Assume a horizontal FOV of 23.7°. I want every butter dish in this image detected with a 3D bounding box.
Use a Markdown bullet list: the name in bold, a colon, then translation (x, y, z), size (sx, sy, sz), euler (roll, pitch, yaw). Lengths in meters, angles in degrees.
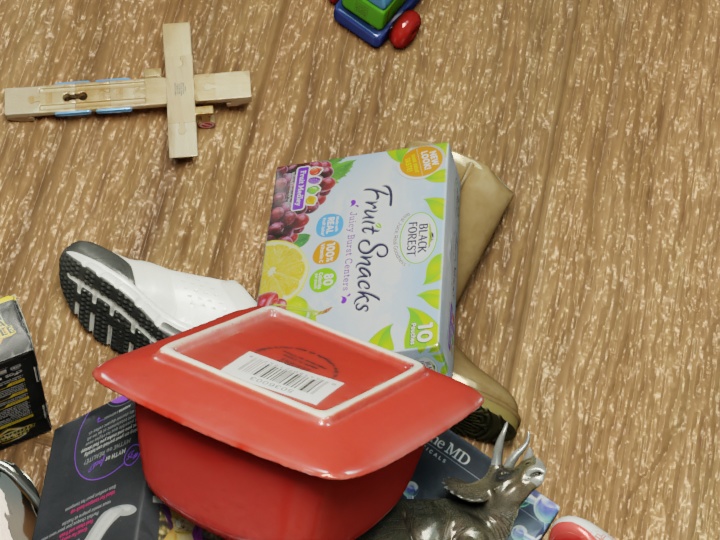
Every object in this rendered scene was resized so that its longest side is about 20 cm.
- **butter dish**: translation (-0.052, 0.123, 1.102), size (0.199, 0.149, 0.199), euler (20, 20, 27)

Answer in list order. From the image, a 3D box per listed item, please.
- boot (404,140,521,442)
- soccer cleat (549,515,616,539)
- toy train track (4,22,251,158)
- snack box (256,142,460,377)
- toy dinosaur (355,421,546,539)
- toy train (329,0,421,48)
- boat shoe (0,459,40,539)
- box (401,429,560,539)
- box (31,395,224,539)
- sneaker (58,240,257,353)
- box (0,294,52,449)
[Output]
- **boot**: translation (0.075, 0.012, 1.331), size (0.174, 0.066, 0.201), euler (25, 65, 4)
- **soccer cleat**: translation (0.205, 0.235, 1.218), size (0.200, 0.068, 0.085), euler (49, 55, -16)
- **toy train track**: translation (-0.187, -0.138, 1.389), size (0.198, 0.033, 0.116), euler (-4, 74, -2)
- **snack box**: translation (0.000, 0.000, 1.267), size (0.141, 0.053, 0.201), euler (-6, 48, 12)
- **toy dinosaur**: translation (0.037, 0.188, 1.138), size (0.198, 0.077, 0.103), euler (-18, 55, -5)
- **toy train**: translation (0.057, -0.291, 1.433), size (0.084, 0.116, 0.200), euler (35, 67, 9)
- **boat shoe**: translation (-0.226, 0.223, 1.204), size (0.071, 0.068, 0.201), euler (-26, 74, -16)
- **box**: translation (0.023, 0.218, 1.211), size (0.148, 0.107, 0.201), euler (33, 66, 9)
- **box**: translation (-0.149, 0.195, 1.153), size (0.106, 0.122, 0.201), euler (37, 42, -33)
- **sneaker**: translation (-0.138, 0.032, 1.304), size (0.199, 0.074, 0.080), euler (31, 52, 3)
- **box**: translation (-0.320, 0.101, 1.196), size (0.198, 0.160, 0.050), euler (-21, 70, -14)
